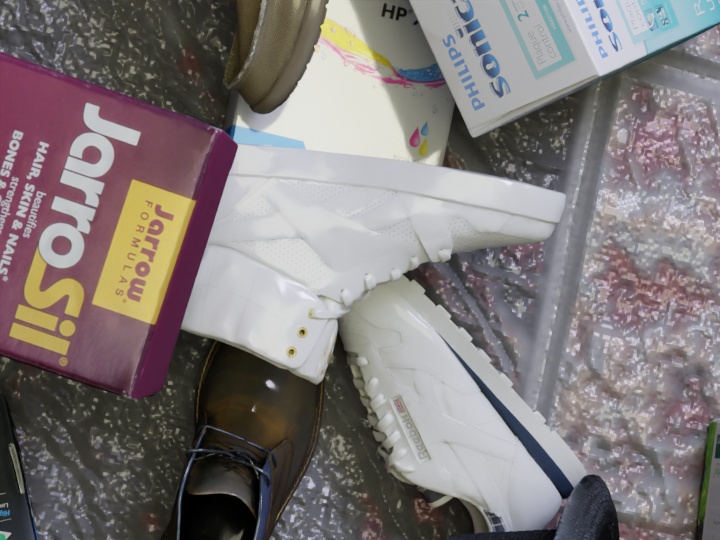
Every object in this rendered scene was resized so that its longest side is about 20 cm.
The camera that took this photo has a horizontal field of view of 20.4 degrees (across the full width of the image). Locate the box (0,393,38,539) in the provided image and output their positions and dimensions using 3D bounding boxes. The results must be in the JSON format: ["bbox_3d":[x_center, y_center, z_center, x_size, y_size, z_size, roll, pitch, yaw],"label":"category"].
[{"bbox_3d":[-0.256,0.160,0.997,0.198,0.046,0.160,-13,67,-11],"label":"box"}]

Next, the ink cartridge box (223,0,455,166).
[{"bbox_3d":[-0.005,-0.120,1.074,0.115,0.067,0.202,12,85,-8],"label":"ink cartridge box"}]

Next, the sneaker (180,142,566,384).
[{"bbox_3d":[0.000,0.000,1.004,0.198,0.074,0.117,5,90,2],"label":"sneaker"}]

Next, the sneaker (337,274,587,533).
[{"bbox_3d":[0.032,0.068,1.067,0.080,0.076,0.200,-43,96,-2],"label":"sneaker"}]

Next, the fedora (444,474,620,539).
[{"bbox_3d":[0.075,0.195,1.026,0.091,0.200,0.203,8,85,15],"label":"fedora"}]

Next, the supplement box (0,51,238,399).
[{"bbox_3d":[-0.171,-0.032,0.924,0.198,0.103,0.132,18,89,1],"label":"supplement box"}]

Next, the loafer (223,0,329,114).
[{"bbox_3d":[-0.046,-0.179,0.985,0.067,0.076,0.202,9,100,-12],"label":"loafer"}]

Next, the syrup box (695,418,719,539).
[{"bbox_3d":[0.227,0.186,1.090,0.081,0.079,0.202,10,85,-9],"label":"syrup box"}]

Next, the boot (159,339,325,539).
[{"bbox_3d":[-0.056,0.095,1.037,0.074,0.097,0.202,17,84,-9],"label":"boot"}]

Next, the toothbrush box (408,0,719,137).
[{"bbox_3d":[0.103,-0.169,1.032,0.199,0.085,0.148,-25,91,-53],"label":"toothbrush box"}]
